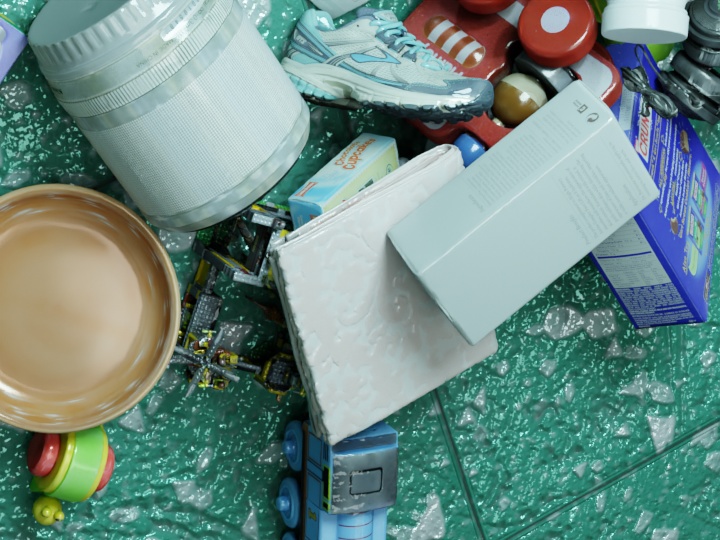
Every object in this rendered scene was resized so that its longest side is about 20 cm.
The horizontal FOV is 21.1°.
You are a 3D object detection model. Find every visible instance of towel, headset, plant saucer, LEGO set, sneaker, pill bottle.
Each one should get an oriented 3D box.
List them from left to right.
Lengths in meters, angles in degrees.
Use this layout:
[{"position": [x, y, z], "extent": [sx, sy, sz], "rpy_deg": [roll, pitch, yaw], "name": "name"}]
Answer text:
[{"position": [-0.245, 0.030, 1.564], "extent": [0.198, 0.037, 0.202], "rpy_deg": [-1, 96, -8], "name": "plant saucer"}, {"position": [-0.075, 0.024, 1.627], "extent": [0.153, 0.116, 0.201], "rpy_deg": [24, 94, -29], "name": "LEGO set"}, {"position": [0.020, -0.172, 1.583], "extent": [0.077, 0.199, 0.087], "rpy_deg": [10, 92, -62], "name": "sneaker"}, {"position": [0.022, 0.021, 1.588], "extent": [0.190, 0.032, 0.201], "rpy_deg": [-29, 124, -24], "name": "towel"}, {"position": [0.233, -0.287, 1.551], "extent": [0.110, 0.111, 0.202], "rpy_deg": [6, 85, -27], "name": "pill bottle"}, {"position": [0.303, -0.172, 1.645], "extent": [0.199, 0.094, 0.124], "rpy_deg": [-12, 135, -33], "name": "headset"}]

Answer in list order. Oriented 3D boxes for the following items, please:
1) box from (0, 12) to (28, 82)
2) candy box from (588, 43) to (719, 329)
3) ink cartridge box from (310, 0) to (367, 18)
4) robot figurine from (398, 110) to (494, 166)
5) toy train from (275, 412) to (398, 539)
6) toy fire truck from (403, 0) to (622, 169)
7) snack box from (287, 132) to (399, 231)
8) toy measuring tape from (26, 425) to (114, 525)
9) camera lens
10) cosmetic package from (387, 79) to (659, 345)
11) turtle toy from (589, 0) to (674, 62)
[{"position": [-0.364, -0.188, 1.466], "extent": [0.199, 0.048, 0.118], "rpy_deg": [34, 88, -28], "name": "box"}, {"position": [0.247, -0.074, 1.711], "extent": [0.200, 0.077, 0.170], "rpy_deg": [53, 39, -42], "name": "candy box"}, {"position": [-0.006, -0.296, 1.551], "extent": [0.162, 0.199, 0.050], "rpy_deg": [37, 55, -28], "name": "ink cartridge box"}, {"position": [0.104, -0.053, 1.695], "extent": [0.168, 0.113, 0.202], "rpy_deg": [8, 103, -1], "name": "robot figurine"}, {"position": [-0.021, 0.214, 1.711], "extent": [0.086, 0.114, 0.202], "rpy_deg": [-4, 106, -24], "name": "toy train"}, {"position": [0.113, -0.167, 1.628], "extent": [0.168, 0.200, 0.112], "rpy_deg": [-46, 153, -3], "name": "toy fire truck"}, {"position": [0.000, 0.000, 1.631], "extent": [0.116, 0.037, 0.201], "rpy_deg": [-44, 134, -43], "name": "snack box"}, {"position": [-0.227, 0.123, 1.610], "extent": [0.073, 0.074, 0.201], "rpy_deg": [20, 96, -29], "name": "toy measuring tape"}, {"position": [-0.146, -0.144, 1.519], "extent": [0.160, 0.160, 0.201], "rpy_deg": [-40, 118, -10], "name": "camera lens"}, {"position": [0.130, -0.046, 1.546], "extent": [0.199, 0.074, 0.102], "rpy_deg": [-37, 129, 1], "name": "cosmetic package"}, {"position": [0.242, -0.275, 1.695], "extent": [0.101, 0.145, 0.202], "rpy_deg": [-12, 112, -46], "name": "turtle toy"}]
